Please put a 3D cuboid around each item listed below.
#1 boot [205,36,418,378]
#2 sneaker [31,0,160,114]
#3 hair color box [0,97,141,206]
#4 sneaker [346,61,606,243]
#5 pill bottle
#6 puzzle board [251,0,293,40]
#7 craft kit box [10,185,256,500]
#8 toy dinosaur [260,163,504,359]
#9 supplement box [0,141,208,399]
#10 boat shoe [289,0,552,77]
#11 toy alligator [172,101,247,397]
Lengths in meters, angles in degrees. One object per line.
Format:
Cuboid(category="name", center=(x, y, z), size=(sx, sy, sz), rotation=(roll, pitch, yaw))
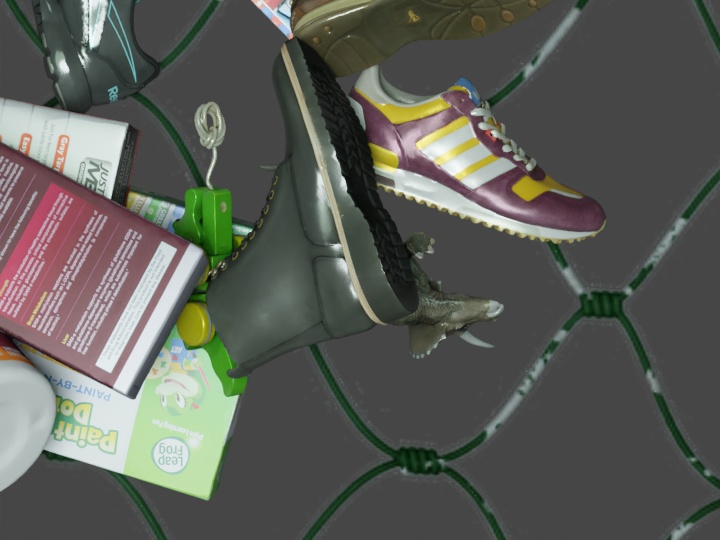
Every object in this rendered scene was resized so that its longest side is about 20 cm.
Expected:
Cuboid(category="boot", center=(-0.058, -0.040, 1.233), size=(0.138, 0.077, 0.201), rotation=(-24, 70, 19))
Cuboid(category="sneaker", center=(-0.201, -0.213, 1.315), size=(0.079, 0.075, 0.201), rotation=(-16, 99, -10))
Cuboid(category="hair color box", center=(-0.260, -0.070, 1.282), size=(0.199, 0.061, 0.102), rotation=(12, 88, 4))
Cuboid(category="sneaker", center=(0.082, -0.083, 1.296), size=(0.199, 0.075, 0.091), rotation=(17, 99, 1))
Cuboid(category="pill bottle", center=(-0.305, 0.058, 1.271), size=(0.200, 0.114, 0.114), rotation=(41, 96, 32))
Cuboid(category="puzzle board", center=(-0.020, -0.275, 1.319), size=(0.151, 0.017, 0.200), rotation=(45, 94, -1))
Cuboid(category="craft kit box", center=(-0.172, 0.040, 1.335), size=(0.199, 0.049, 0.198), rotation=(16, 97, 2))
Cuboid(category="toy dinosaur", center=(0.000, 0.000, 1.301), size=(0.199, 0.102, 0.077), rotation=(28, 64, 15))
Cuboid(category="supplement box", center=(-0.211, -0.009, 1.213), size=(0.199, 0.061, 0.109), rotation=(28, 83, 2))
Cuboid(category="boat shoe", center=(0.044, -0.197, 1.279), size=(0.199, 0.072, 0.068), rotation=(-17, 51, 5))
Cuboid(category="toy alligator", center=(-0.108, -0.013, 1.283), size=(0.054, 0.059, 0.201), rotation=(-3, 95, 44))
